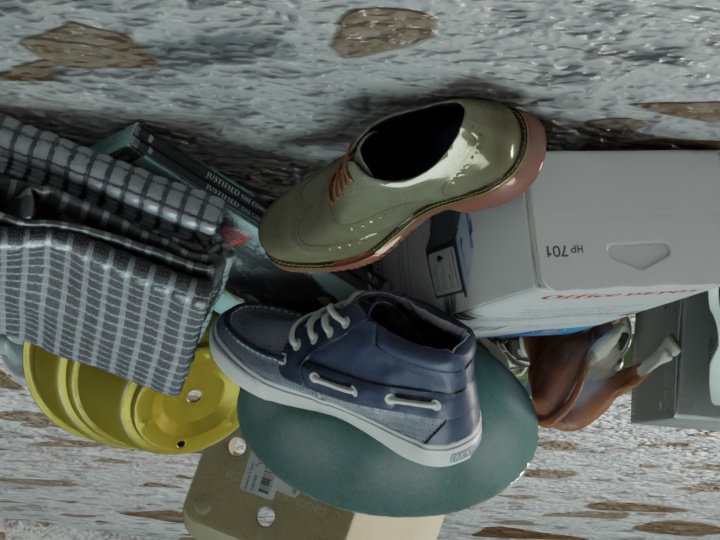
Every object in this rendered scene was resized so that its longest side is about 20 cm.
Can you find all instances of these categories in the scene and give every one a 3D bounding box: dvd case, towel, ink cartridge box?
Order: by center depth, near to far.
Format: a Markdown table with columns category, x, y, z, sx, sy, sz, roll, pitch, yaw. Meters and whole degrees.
| category | x | y | z | sx | sy | sz | roll | pitch | yaw |
| --- | --- | --- | --- | --- | --- | --- | --- | --- | --- |
| ink cartridge box | 0.115 | -0.012 | 1.264 | 0.145 | 0.087 | 0.200 | -2 | 169 | -27 |
| towel | -0.167 | 0.001 | 1.268 | 0.164 | 0.086 | 0.200 | 21 | 158 | -2 |
| dvd case | -0.097 | -0.019 | 1.306 | 0.199 | 0.022 | 0.146 | 34 | 152 | -25 |

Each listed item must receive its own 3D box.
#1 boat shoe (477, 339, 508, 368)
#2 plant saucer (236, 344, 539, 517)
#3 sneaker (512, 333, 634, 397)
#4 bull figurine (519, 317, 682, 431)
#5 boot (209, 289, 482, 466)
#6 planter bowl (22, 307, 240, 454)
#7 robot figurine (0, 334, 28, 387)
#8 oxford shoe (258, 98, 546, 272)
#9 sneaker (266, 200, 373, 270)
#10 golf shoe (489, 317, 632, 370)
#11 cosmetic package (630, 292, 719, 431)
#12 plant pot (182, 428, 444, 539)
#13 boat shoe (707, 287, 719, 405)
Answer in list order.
| category | x | y | z | sx | sy | sz | roll | pitch | yaw |
| --- | --- | --- | --- | --- | --- | --- | --- | --- | --- |
| boat shoe | 0.030 | 0.053 | 1.518 | 0.060 | 0.076 | 0.199 | 12 | -177 | -36 |
| plant saucer | 0.020 | 0.079 | 1.338 | 0.199 | 0.202 | 0.039 | 4 | 125 | -5 |
| sneaker | 0.136 | 0.072 | 1.696 | 0.198 | 0.068 | 0.090 | 2 | 173 | 16 |
| bull figurine | 0.155 | 0.041 | 1.439 | 0.121 | 0.200 | 0.065 | -40 | 111 | 18 |
| boot | -0.010 | 0.042 | 1.271 | 0.199 | 0.073 | 0.091 | 21 | 133 | 26 |
| planter bowl | -0.127 | 0.066 | 1.428 | 0.199 | 0.201 | 0.084 | 12 | -152 | -36 |
| robot figurine | -0.187 | 0.039 | 1.516 | 0.199 | 0.114 | 0.169 | 15 | 164 | -42 |
| oxford shoe | 0.007 | -0.056 | 1.175 | 0.199 | 0.071 | 0.074 | -25 | 148 | 34 |
| sneaker | 0.000 | -0.003 | 1.418 | 0.198 | 0.061 | 0.104 | 2 | 163 | -11 |
| golf shoe | 0.113 | 0.042 | 1.592 | 0.198 | 0.078 | 0.095 | -4 | 157 | -4 |
| cosmetic package | 0.253 | 0.062 | 1.506 | 0.089 | 0.108 | 0.200 | 4 | 173 | -4 |
| plant pot | -0.037 | 0.161 | 1.670 | 0.198 | 0.201 | 0.177 | 20 | 178 | 15 |
| boat shoe | 0.256 | 0.017 | 1.318 | 0.060 | 0.076 | 0.201 | 8 | 146 | 18 |
